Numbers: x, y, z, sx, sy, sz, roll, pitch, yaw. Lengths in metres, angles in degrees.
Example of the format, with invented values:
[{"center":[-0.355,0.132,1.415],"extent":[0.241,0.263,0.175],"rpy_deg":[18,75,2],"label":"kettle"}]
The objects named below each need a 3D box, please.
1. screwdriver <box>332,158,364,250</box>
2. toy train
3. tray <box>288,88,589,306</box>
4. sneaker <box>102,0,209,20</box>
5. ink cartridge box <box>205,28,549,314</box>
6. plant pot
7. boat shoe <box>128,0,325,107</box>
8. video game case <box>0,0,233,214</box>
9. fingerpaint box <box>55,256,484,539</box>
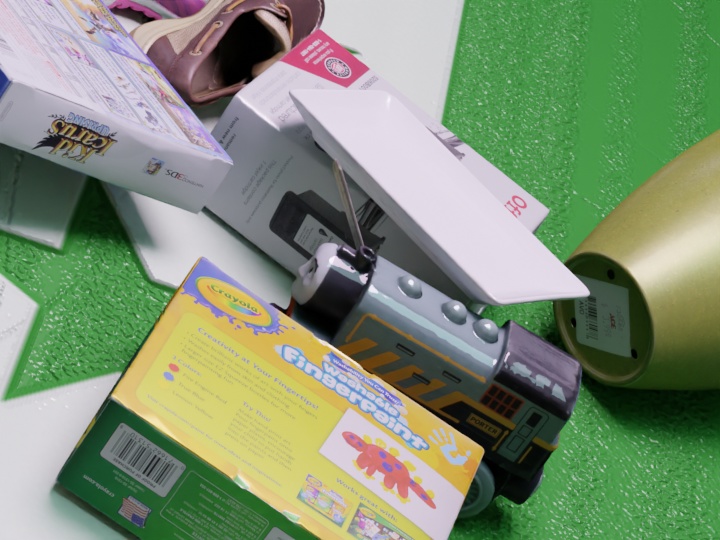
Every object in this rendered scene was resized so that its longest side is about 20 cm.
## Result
[{"center":[0.000,0.000,1.750],"extent":[0.028,0.029,0.200],"rpy_deg":[38,-16,33],"label":"screwdriver"},{"center":[0.034,0.061,1.735],"extent":[0.200,0.114,0.085],"rpy_deg":[31,30,-8],"label":"toy train"},{"center":[0.044,-0.041,1.794],"extent":[0.200,0.022,0.107],"rpy_deg":[46,28,25],"label":"tray"},{"center":[-0.122,-0.212,1.981],"extent":[0.199,0.088,0.082],"rpy_deg":[14,37,-33],"label":"sneaker"},{"center":[0.007,-0.046,1.884],"extent":[0.200,0.083,0.145],"rpy_deg":[38,30,4],"label":"ink cartridge box"},{"center":[0.229,0.006,1.974],"extent":[0.200,0.187,0.187],"rpy_deg":[-21,60,-38],"label":"plant pot"},{"center":[-0.074,-0.147,1.932],"extent":[0.072,0.072,0.200],"rpy_deg":[12,22,32],"label":"boat shoe"},{"center":[-0.194,-0.126,1.775],"extent":[0.181,0.046,0.200],"rpy_deg":[18,24,-45],"label":"video game case"},{"center":[-0.047,0.108,1.629],"extent":[0.200,0.073,0.167],"rpy_deg":[34,31,-4],"label":"fingerpaint box"}]
